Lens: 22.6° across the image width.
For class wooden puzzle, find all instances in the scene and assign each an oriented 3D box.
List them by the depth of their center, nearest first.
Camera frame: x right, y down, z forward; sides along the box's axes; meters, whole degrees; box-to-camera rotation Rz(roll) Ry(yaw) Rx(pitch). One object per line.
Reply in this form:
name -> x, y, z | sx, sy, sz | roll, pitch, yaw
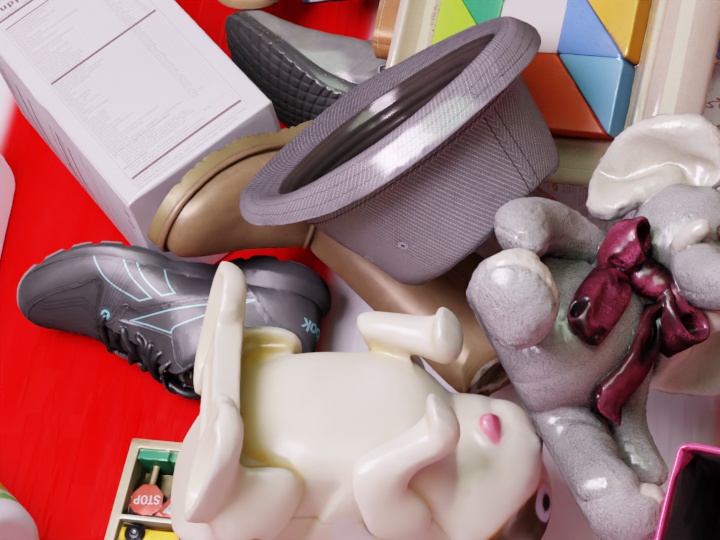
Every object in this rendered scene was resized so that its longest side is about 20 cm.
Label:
wooden puzzle -> 0.107, -0.144, 1.030 | 0.199, 0.037, 0.187 | 9, 83, 32

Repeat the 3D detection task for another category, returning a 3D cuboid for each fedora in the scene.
fedora -> 0.034, -0.054, 0.975 | 0.199, 0.091, 0.177 | -20, 22, 52

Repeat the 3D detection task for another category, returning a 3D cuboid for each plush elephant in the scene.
plush elephant -> 0.141, 0.015, 0.902 | 0.154, 0.166, 0.200 | -28, 15, 2

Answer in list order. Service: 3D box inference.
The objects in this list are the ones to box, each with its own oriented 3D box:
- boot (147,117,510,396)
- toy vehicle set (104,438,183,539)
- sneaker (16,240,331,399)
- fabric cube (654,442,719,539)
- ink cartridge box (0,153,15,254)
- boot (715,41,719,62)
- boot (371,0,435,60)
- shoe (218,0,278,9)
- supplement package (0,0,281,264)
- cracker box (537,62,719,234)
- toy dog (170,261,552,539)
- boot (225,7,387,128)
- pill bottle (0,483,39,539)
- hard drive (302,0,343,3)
boot -> 0.000, 0.000, 1.051 | 0.200, 0.066, 0.175 | 43, 46, 19
toy vehicle set -> -0.050, 0.166, 1.033 | 0.198, 0.027, 0.125 | 4, 60, 13
sneaker -> -0.120, 0.032, 1.100 | 0.198, 0.076, 0.080 | 2, 62, 12
fabric cube -> 0.228, 0.203, 0.825 | 0.194, 0.199, 0.202 | 12, 83, 17
ink cartridge box -> -0.341, -0.025, 1.171 | 0.198, 0.083, 0.148 | -1, 59, 11
boot -> 0.221, -0.156, 1.104 | 0.073, 0.199, 0.091 | -28, 53, 48
boot -> 0.097, -0.181, 1.160 | 0.154, 0.077, 0.201 | 3, 40, 15
shoe -> -0.074, -0.254, 1.247 | 0.069, 0.054, 0.201 | -5, 43, 8
supplement package -> -0.145, -0.107, 1.167 | 0.113, 0.110, 0.200 | -36, 60, -11
cracker box -> 0.203, -0.054, 1.052 | 0.133, 0.058, 0.200 | -21, 42, -29
toy dog -> 0.006, 0.110, 0.952 | 0.198, 0.195, 0.140 | 10, 33, -10
boot -> 0.018, -0.139, 1.195 | 0.199, 0.068, 0.131 | 32, 57, 26
pill bottle -> -0.289, 0.125, 1.054 | 0.111, 0.111, 0.200 | -43, 61, -15
hard drive -> 0.020, -0.283, 1.190 | 0.138, 0.033, 0.202 | -7, 98, -15
